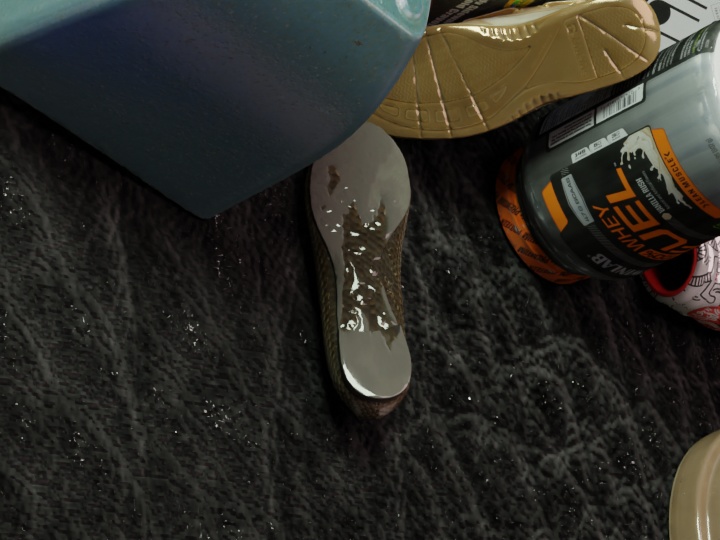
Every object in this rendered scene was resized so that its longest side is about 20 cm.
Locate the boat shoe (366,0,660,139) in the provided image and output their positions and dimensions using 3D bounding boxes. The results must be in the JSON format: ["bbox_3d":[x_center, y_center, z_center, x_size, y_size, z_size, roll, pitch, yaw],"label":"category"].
[{"bbox_3d":[0.089,-0.126,1.599,0.069,0.199,0.074,-76,155,-86],"label":"boat shoe"}]

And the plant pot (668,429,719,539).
[{"bbox_3d":[0.304,0.188,1.695,0.200,0.093,0.202,22,56,-37],"label":"plant pot"}]

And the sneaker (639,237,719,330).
[{"bbox_3d":[0.234,-0.059,1.770,0.108,0.067,0.202,17,61,-43],"label":"sneaker"}]

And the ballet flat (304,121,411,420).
[{"bbox_3d":[0.000,0.000,1.520,0.067,0.046,0.201,1,59,-12],"label":"ballet flat"}]

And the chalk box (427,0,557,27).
[{"bbox_3d":[0.047,-0.216,1.617,0.200,0.125,0.124,4,67,-46],"label":"chalk box"}]

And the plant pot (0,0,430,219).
[{"bbox_3d":[-0.064,-0.176,1.395,0.196,0.200,0.197,33,55,-36],"label":"plant pot"}]

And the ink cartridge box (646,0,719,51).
[{"bbox_3d":[0.180,-0.231,1.664,0.044,0.094,0.201,-57,129,-82],"label":"ink cartridge box"}]

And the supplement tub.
[{"bbox_3d":[0.189,-0.070,1.627,0.122,0.200,0.123,23,54,-36],"label":"supplement tub"}]
